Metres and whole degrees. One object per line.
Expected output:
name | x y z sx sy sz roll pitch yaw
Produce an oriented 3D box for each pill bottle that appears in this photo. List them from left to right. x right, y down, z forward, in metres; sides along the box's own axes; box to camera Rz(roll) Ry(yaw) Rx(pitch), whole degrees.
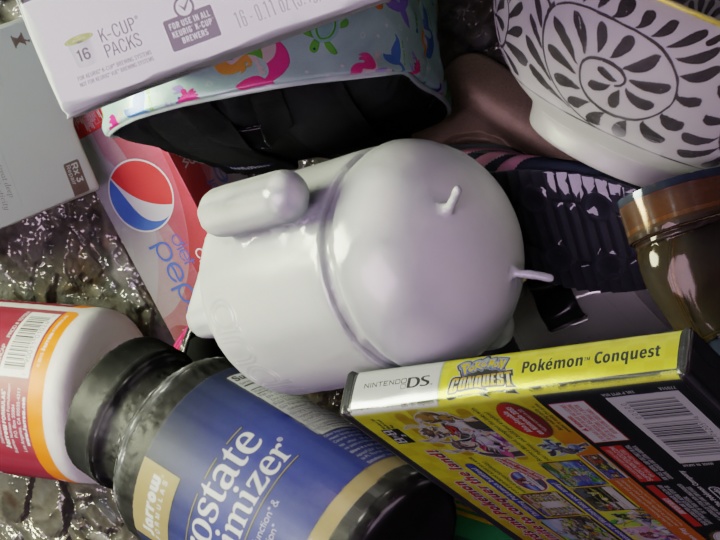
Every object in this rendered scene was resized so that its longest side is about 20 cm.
pill bottle | -0.246 0.074 1.141 0.200 0.113 0.113 4 109 25
pill bottle | -0.058 0.114 0.923 0.200 0.112 0.112 27 117 30

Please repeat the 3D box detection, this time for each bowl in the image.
bowl | 0.140 -0.097 0.840 0.201 0.201 0.094 28 110 15

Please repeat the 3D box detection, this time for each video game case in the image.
video game case | 0.120 0.091 0.829 0.181 0.026 0.200 -10 146 36

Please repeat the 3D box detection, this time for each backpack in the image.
backpack | -0.049 -0.123 0.902 0.177 0.200 0.151 -10 92 14

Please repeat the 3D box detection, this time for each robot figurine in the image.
robot figurine | 0.000 0.000 0.864 0.200 0.170 0.113 -14 57 46

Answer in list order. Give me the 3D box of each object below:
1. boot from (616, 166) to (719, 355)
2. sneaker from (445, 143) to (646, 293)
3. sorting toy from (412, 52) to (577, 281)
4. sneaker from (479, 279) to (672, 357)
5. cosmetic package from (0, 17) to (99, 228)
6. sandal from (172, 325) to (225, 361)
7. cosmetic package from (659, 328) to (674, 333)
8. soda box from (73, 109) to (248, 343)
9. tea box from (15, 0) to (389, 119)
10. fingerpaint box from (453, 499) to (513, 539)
boot | 0.220 -0.003 0.817 0.075 0.200 0.097 136 122 -69
sneaker | 0.091 -0.039 0.908 0.200 0.082 0.070 10 121 33
sorting toy | 0.086 0.003 1.005 0.185 0.036 0.200 36 114 11
sneaker | 0.119 0.015 0.937 0.200 0.074 0.089 0 101 12
cosmetic package | -0.253 -0.075 1.070 0.200 0.081 0.113 -12 102 56
sandal | -0.080 0.055 1.012 0.075 0.045 0.200 31 118 11
cosmetic package | 0.163 0.099 0.914 0.151 0.052 0.200 26 146 -30
soda box | -0.101 -0.028 1.060 0.063 0.070 0.200 -24 97 31
tea box | -0.049 -0.192 0.711 0.200 0.134 0.197 -19 98 16
fingerpaint box | 0.048 0.227 1.010 0.167 0.073 0.200 40 143 30
